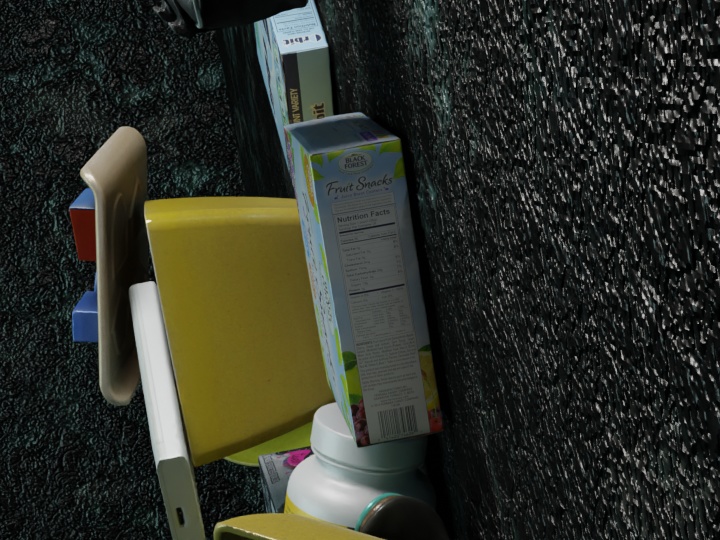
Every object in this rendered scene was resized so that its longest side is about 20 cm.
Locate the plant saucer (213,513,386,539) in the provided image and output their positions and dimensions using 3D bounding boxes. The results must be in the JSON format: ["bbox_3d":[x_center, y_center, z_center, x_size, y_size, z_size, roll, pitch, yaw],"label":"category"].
[{"bbox_3d":[0.016,0.234,0.986,0.048,0.199,0.200,-57,-28,-43],"label":"plant saucer"}]

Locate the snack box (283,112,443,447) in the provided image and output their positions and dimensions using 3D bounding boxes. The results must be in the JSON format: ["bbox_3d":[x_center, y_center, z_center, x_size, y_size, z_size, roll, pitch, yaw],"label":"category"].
[{"bbox_3d":[0.000,0.000,1.078,0.169,0.067,0.201,-125,24,-75],"label":"snack box"}]

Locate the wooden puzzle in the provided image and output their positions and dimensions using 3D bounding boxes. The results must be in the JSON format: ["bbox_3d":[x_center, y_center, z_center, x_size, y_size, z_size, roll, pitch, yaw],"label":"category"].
[{"bbox_3d":[-0.213,-0.008,1.322,0.185,0.046,0.201,-82,-10,-73],"label":"wooden puzzle"}]

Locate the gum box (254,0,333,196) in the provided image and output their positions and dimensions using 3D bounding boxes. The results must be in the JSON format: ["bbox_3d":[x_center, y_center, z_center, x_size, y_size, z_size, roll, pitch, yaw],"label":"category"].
[{"bbox_3d":[-0.063,-0.197,1.394,0.170,0.044,0.200,87,171,-48],"label":"gum box"}]

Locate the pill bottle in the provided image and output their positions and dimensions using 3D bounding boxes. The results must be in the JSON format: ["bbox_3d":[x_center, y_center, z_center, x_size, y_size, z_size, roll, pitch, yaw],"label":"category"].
[{"bbox_3d":[-0.004,0.205,1.152,0.112,0.112,0.201,-121,37,-72],"label":"pill bottle"}]

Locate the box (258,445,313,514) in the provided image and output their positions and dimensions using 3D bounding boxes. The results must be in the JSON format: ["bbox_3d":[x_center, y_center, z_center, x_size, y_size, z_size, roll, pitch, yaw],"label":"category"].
[{"bbox_3d":[-0.031,0.260,1.569,0.200,0.114,0.133,-139,40,-78],"label":"box"}]

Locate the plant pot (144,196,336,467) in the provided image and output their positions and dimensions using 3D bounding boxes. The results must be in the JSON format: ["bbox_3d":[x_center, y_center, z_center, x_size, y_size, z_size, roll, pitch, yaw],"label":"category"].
[{"bbox_3d":[-0.075,0.029,1.290,0.200,0.176,0.201,-144,42,-80],"label":"plant pot"}]

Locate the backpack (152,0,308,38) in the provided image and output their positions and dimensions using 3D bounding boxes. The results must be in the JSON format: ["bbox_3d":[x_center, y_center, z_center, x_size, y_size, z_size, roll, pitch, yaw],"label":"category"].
[{"bbox_3d":[-0.083,-0.267,0.983,0.178,0.150,0.201,-127,19,-69],"label":"backpack"}]

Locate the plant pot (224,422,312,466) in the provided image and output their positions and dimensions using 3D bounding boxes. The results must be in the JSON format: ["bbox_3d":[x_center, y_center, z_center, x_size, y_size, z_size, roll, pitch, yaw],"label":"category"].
[{"bbox_3d":[-0.105,0.098,1.788,0.200,0.187,0.188,-73,-24,-71],"label":"plant pot"}]

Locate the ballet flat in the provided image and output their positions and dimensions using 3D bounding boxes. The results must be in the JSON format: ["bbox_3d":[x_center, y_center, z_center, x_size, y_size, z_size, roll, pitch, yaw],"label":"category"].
[{"bbox_3d":[0.049,0.218,1.044,0.068,0.068,0.200,37,160,33],"label":"ballet flat"}]

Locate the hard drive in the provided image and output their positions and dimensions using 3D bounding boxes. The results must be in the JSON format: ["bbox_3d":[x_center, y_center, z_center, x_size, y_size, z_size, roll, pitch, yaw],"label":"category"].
[{"bbox_3d":[-0.153,0.122,1.242,0.200,0.026,0.132,-109,10,-48],"label":"hard drive"}]
